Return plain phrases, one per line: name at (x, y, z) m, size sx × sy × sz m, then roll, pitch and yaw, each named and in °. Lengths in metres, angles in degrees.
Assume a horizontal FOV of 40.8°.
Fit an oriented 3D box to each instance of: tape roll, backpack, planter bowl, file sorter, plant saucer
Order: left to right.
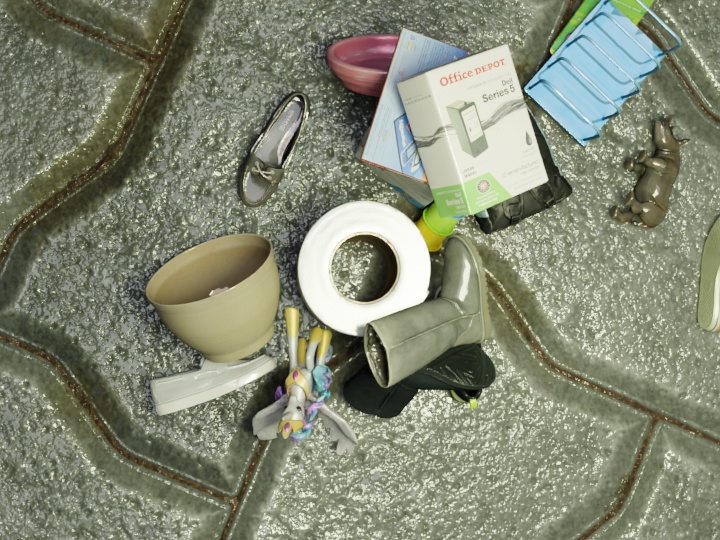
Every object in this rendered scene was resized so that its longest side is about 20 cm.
planter bowl at (-0.206, 0.052, 1.459) m, size 0.199 × 0.200 × 0.136 m, roll -21°, pitch 117°, yaw -6°
tape roll at (0.000, 0.000, 1.493) m, size 0.201 × 0.139 × 0.205 m, roll 0°, pitch 88°, yaw -6°
plant saucer at (0.046, -0.316, 1.499) m, size 0.199 × 0.201 × 0.051 m, roll -1°, pitch 120°, yaw -5°
backpack at (0.219, -0.186, 1.531) m, size 0.162 × 0.154 × 0.201 m, roll -28°, pitch 112°, yaw -2°
file sorter at (0.382, -0.320, 1.528) m, size 0.139 × 0.123 × 0.200 m, roll 42°, pitch 92°, yaw -3°

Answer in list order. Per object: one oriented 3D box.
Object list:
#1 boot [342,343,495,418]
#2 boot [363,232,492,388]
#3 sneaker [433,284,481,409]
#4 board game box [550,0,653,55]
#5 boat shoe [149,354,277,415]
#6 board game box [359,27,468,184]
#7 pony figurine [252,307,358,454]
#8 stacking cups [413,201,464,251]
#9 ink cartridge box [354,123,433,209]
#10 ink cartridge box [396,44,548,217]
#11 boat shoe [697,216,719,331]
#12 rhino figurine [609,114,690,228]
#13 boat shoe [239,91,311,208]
boot at (0.086, 0.169, 1.489) m, size 0.198 × 0.168 × 0.077 m, roll 11°, pitch 55°, yaw -13°
boot at (0.090, 0.054, 1.392) m, size 0.199 × 0.072 × 0.183 m, roll -15°, pitch 93°, yaw -25°
sneaker at (0.166, 0.116, 1.531) m, size 0.071 × 0.083 × 0.202 m, roll -11°, pitch 89°, yaw -6°
board game box at (0.402, -0.411, 1.605) m, size 0.095 × 0.030 × 0.201 m, roll 36°, pitch 83°, yaw -3°
boat shoe at (-0.231, 0.162, 1.504) m, size 0.199 × 0.072 × 0.069 m, roll -20°, pitch 89°, yaw 3°
board game box at (0.076, -0.234, 1.373) m, size 0.102 × 0.019 × 0.202 m, roll 18°, pitch 82°, yaw -5°
pony figurine at (-0.087, 0.186, 1.462) m, size 0.165 × 0.194 × 0.201 m, roll 1°, pitch 60°, yaw 8°
stacking cups at (0.146, -0.114, 1.488) m, size 0.060 × 0.200 × 0.061 m, roll 17°, pitch 45°, yaw -18°
ink cartridge box at (0.078, -0.180, 1.477) m, size 0.144 × 0.200 × 0.085 m, roll 39°, pitch 84°, yaw -3°
ink cartridge box at (0.155, -0.192, 1.338) m, size 0.145 × 0.084 × 0.201 m, roll -24°, pitch 101°, yaw -25°
boat shoe at (0.601, 0.002, 1.586) m, size 0.062 × 0.075 × 0.202 m, roll 6°, pitch 92°, yaw -10°
rhino figurine at (0.482, -0.163, 1.585) m, size 0.087 × 0.060 × 0.201 m, roll 23°, pitch 84°, yaw -18°
boat shoe at (-0.138, -0.194, 1.528) m, size 0.066 × 0.057 × 0.201 m, roll 27°, pitch 85°, yaw -4°
